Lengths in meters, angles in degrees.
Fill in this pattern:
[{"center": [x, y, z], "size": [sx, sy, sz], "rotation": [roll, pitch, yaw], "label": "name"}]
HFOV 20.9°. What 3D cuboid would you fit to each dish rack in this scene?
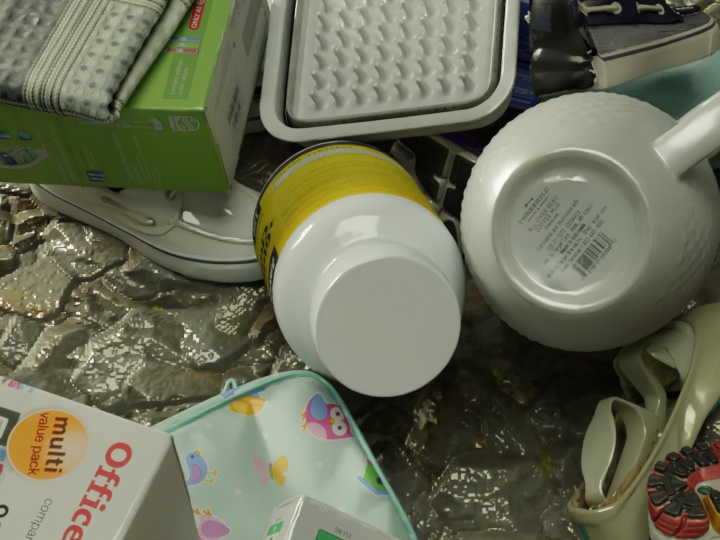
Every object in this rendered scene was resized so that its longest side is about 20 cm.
[{"center": [0.026, -0.167, 1.246], "size": [0.171, 0.044, 0.201], "rotation": [-5, 62, 20], "label": "dish rack"}]

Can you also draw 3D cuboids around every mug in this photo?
[{"center": [0.147, -0.043, 1.097], "size": [0.200, 0.175, 0.148], "rotation": [-38, 86, 12], "label": "mug"}]

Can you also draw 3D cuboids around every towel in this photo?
[{"center": [-0.189, -0.182, 1.199], "size": [0.192, 0.035, 0.201], "rotation": [13, 60, 23], "label": "towel"}]

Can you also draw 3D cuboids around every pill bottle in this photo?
[{"center": [0.000, 0.000, 1.133], "size": [0.111, 0.113, 0.200], "rotation": [-11, 19, -5], "label": "pill bottle"}]

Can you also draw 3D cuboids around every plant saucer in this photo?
[{"center": [0.201, -0.104, 1.272], "size": [0.200, 0.039, 0.201], "rotation": [-3, 28, 2], "label": "plant saucer"}]

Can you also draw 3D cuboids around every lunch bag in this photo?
[{"center": [-0.075, 0.150, 1.077], "size": [0.199, 0.077, 0.161], "rotation": [-23, 71, -22], "label": "lunch bag"}]

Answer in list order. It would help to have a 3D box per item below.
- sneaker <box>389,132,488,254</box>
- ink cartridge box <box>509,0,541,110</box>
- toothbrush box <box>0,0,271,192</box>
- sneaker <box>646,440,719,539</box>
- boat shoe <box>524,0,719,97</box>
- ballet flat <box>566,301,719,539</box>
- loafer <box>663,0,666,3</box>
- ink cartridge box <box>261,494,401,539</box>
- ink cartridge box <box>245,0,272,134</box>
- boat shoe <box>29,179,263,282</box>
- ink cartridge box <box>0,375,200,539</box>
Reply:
[{"center": [0.112, -0.042, 1.249], "size": [0.199, 0.081, 0.084], "rotation": [25, 42, 9], "label": "sneaker"}, {"center": [0.104, -0.205, 1.285], "size": [0.119, 0.042, 0.201], "rotation": [19, 72, 29], "label": "ink cartridge box"}, {"center": [-0.169, -0.134, 1.228], "size": [0.199, 0.086, 0.146], "rotation": [3, 56, 11], "label": "toothbrush box"}, {"center": [0.241, 0.129, 1.112], "size": [0.199, 0.083, 0.078], "rotation": [-15, 33, -26], "label": "sneaker"}, {"center": [0.166, -0.170, 1.221], "size": [0.074, 0.093, 0.200], "rotation": [-4, 11, 32], "label": "boat shoe"}, {"center": [0.170, 0.081, 1.139], "size": [0.069, 0.070, 0.201], "rotation": [17, 56, 15], "label": "ballet flat"}, {"center": [0.114, -0.211, 1.349], "size": [0.199, 0.073, 0.073], "rotation": [1, 31, 1], "label": "loafer"}, {"center": [0.000, 0.238, 0.991], "size": [0.160, 0.050, 0.201], "rotation": [27, 62, -15], "label": "ink cartridge box"}, {"center": [-0.061, -0.161, 1.333], "size": [0.199, 0.067, 0.117], "rotation": [-11, 55, -6], "label": "ink cartridge box"}, {"center": [-0.131, -0.056, 1.260], "size": [0.199, 0.066, 0.072], "rotation": [25, 59, 19], "label": "boat shoe"}, {"center": [-0.196, 0.141, 0.939], "size": [0.199, 0.145, 0.148], "rotation": [17, 59, 14], "label": "ink cartridge box"}]
